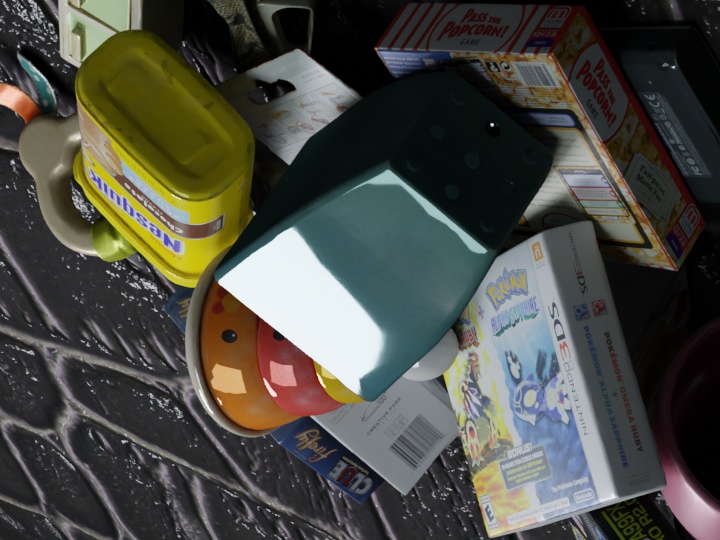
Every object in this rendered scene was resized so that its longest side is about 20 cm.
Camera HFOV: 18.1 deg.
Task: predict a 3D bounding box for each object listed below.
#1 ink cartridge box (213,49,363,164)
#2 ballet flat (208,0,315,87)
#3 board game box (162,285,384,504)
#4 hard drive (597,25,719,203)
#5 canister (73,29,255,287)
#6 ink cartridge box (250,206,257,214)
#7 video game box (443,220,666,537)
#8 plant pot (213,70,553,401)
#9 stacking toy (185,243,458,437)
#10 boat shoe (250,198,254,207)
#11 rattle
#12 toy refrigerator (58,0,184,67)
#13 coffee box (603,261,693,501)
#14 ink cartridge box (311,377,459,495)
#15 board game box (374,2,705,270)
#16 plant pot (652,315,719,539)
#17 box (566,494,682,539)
[{"bbox_3d":[0.004,-0.099,1.638,0.200,0.057,0.162,41,154,-19],"label":"ink cartridge box"},{"bbox_3d":[-0.070,-0.194,1.587,0.075,0.068,0.200,7,153,19],"label":"ballet flat"},{"bbox_3d":[-0.073,0.101,1.902,0.200,0.035,0.135,46,-177,42],"label":"board game box"},{"bbox_3d":[0.163,-0.102,1.498,0.199,0.033,0.140,5,142,45],"label":"hard drive"},{"bbox_3d":[-0.143,-0.080,1.660,0.149,0.087,0.200,44,165,9],"label":"canister"},{"bbox_3d":[0.000,0.000,1.779,0.200,0.043,0.196,42,177,-16],"label":"ink cartridge box"},{"bbox_3d":[0.122,0.079,1.548,0.200,0.047,0.183,-33,68,64],"label":"video game box"},{"bbox_3d":[0.027,-0.036,1.477,0.141,0.142,0.200,38,148,-7],"label":"plant pot"},{"bbox_3d":[-0.014,0.049,1.638,0.199,0.147,0.146,-2,138,35],"label":"stacking toy"},{"bbox_3d":[-0.121,-0.032,1.906,0.070,0.072,0.201,20,160,9],"label":"boat shoe"},{"bbox_3d":[-0.222,-0.103,1.954,0.200,0.143,0.131,40,126,23],"label":"rattle"},{"bbox_3d":[-0.177,-0.212,1.665,0.076,0.070,0.200,30,155,8],"label":"toy refrigerator"},{"bbox_3d":[0.193,0.080,1.686,0.079,0.115,0.200,21,152,25],"label":"coffee box"},{"bbox_3d":[-0.018,0.073,1.859,0.175,0.084,0.200,41,-178,-15],"label":"ink cartridge box"},{"bbox_3d":[0.119,-0.087,1.483,0.151,0.046,0.200,8,144,43],"label":"board game box"},{"bbox_3d":[0.294,0.150,1.566,0.199,0.200,0.179,26,146,17],"label":"plant pot"},{"bbox_3d":[0.204,0.214,1.612,0.200,0.044,0.161,55,173,42],"label":"box"}]
